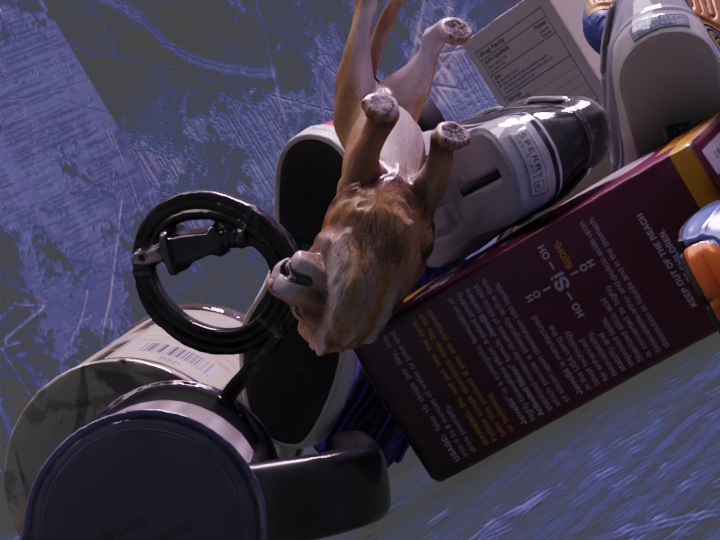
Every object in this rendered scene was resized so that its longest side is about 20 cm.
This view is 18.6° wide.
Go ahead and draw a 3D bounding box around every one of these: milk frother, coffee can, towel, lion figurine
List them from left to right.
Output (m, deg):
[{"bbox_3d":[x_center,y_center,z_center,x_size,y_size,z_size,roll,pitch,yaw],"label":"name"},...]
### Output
[{"bbox_3d":[-0.121,0.108,1.356,0.146,0.147,0.200,-31,2,12],"label":"coffee can"},{"bbox_3d":[-0.093,0.069,1.118,0.180,0.200,0.188,-27,1,0],"label":"milk frother"},{"bbox_3d":[0.009,-0.058,1.084,0.200,0.072,0.123,-77,7,-48],"label":"lion figurine"},{"bbox_3d":[0.021,0.056,1.345,0.148,0.049,0.200,-63,6,-3],"label":"towel"}]

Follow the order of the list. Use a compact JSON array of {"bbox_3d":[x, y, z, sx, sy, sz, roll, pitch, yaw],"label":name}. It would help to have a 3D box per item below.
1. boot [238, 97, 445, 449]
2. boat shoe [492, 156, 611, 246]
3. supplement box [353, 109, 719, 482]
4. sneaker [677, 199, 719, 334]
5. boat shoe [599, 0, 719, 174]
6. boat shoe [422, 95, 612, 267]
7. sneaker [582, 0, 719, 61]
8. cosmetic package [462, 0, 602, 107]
[{"bbox_3d":[0.000,0.000,1.286,0.144,0.072,0.201,-26,-47,-57],"label":"boot"},{"bbox_3d":[0.123,-0.021,1.317,0.202,0.074,0.063,-54,7,6],"label":"boat shoe"},{"bbox_3d":[0.109,0.012,1.088,0.200,0.086,0.110,-31,1,22],"label":"supplement box"},{"bbox_3d":[0.200,-0.023,0.953,0.078,0.076,0.200,-21,14,26],"label":"sneaker"},{"bbox_3d":[0.163,-0.072,1.158,0.070,0.201,0.072,-9,46,3],"label":"boat shoe"},{"bbox_3d":[0.070,-0.046,1.126,0.071,0.072,0.200,-20,5,-20],"label":"boat shoe"},{"bbox_3d":[0.215,-0.111,1.317,0.088,0.199,0.075,122,154,-46],"label":"sneaker"},{"bbox_3d":[0.166,-0.097,1.453,0.073,0.200,0.103,-32,2,-34],"label":"cosmetic package"}]
